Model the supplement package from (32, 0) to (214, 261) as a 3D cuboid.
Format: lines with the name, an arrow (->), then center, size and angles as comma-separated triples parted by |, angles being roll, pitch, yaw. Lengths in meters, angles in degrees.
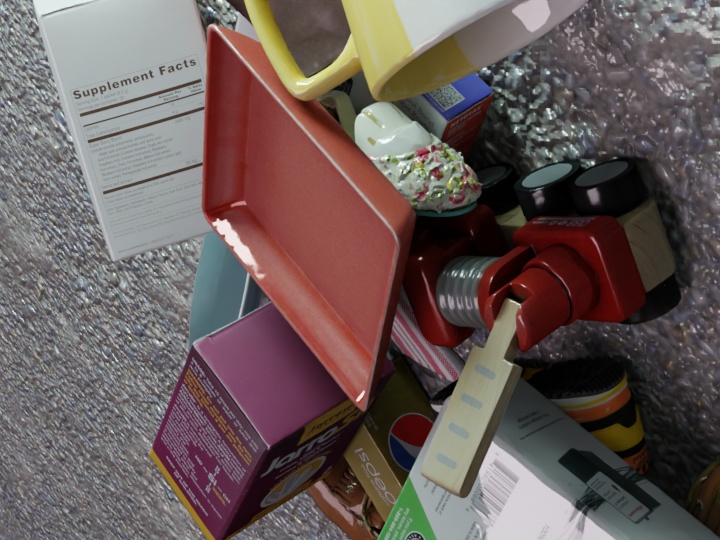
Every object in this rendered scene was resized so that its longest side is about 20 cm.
supplement package -> -0.174, -0.131, 1.237 | 0.121, 0.119, 0.202 | -128, 23, -68

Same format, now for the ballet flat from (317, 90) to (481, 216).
ballet flat -> -0.003, -0.084, 1.035 | 0.199, 0.075, 0.064 | 17, 124, 44

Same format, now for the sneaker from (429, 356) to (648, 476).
sneaker -> 0.126, 0.118, 1.130 | 0.199, 0.070, 0.091 | -9, 107, 55

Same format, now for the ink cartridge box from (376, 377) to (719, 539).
ink cartridge box -> 0.124, 0.187, 1.032 | 0.200, 0.083, 0.147 | 40, 122, 25

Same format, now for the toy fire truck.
toy fire truck -> 0.083, 0.031, 0.986 | 0.175, 0.199, 0.130 | 4, 121, 53

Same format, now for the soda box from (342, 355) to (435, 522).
soda box -> 0.050, 0.177, 1.298 | 0.201, 0.068, 0.064 | 58, 149, -1

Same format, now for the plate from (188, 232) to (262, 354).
plate -> -0.108, 0.005, 1.313 | 0.200, 0.025, 0.202 | -169, 90, -72

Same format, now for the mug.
mug -> 0.026, -0.192, 0.899 | 0.154, 0.185, 0.149 | 64, 170, 4

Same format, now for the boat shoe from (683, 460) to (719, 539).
boat shoe -> 0.231, 0.204, 1.067 | 0.068, 0.072, 0.201 | 41, 135, 23

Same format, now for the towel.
towel -> 0.000, 0.000, 1.164 | 0.147, 0.030, 0.200 | 53, 169, -25

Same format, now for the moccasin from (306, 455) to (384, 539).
moccasin -> 0.021, 0.211, 1.366 | 0.202, 0.073, 0.078 | 50, 143, 15

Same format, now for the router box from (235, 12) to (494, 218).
router box -> -0.010, -0.127, 1.122 | 0.200, 0.049, 0.180 | 46, 148, 18

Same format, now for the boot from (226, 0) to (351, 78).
boot -> -0.077, -0.192, 1.028 | 0.168, 0.199, 0.072 | 69, -165, 13

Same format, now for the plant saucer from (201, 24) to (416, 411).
plant saucer -> -0.033, -0.037, 1.015 | 0.200, 0.037, 0.200 | 50, 153, 25

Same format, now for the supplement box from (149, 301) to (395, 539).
supplement box -> -0.073, 0.113, 1.229 | 0.103, 0.130, 0.200 | 52, 148, 16
